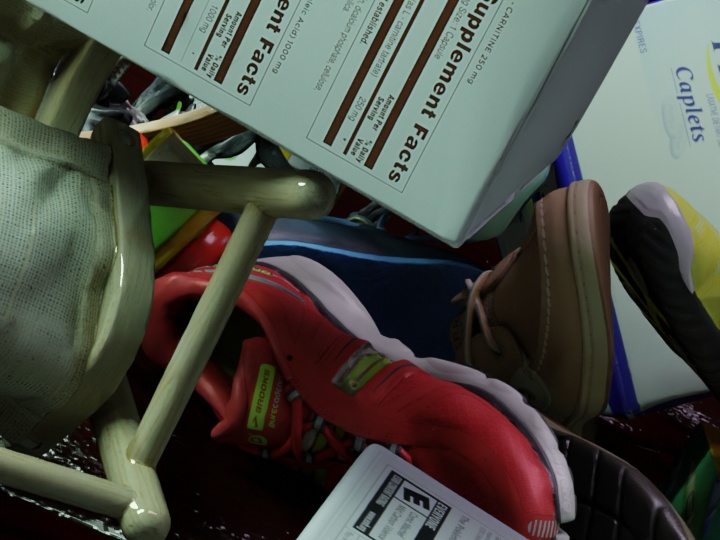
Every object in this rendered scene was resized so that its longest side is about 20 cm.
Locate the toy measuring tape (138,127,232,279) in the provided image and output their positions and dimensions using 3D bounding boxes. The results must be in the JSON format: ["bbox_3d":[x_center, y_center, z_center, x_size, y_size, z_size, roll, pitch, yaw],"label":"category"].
[{"bbox_3d":[-0.086,-0.020,0.785,0.074,0.074,0.200,30,0,-4],"label":"toy measuring tape"}]

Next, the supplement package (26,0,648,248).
[{"bbox_3d":[-0.004,-0.132,0.635,0.200,0.147,0.191,30,17,7],"label":"supplement package"}]

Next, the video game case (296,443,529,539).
[{"bbox_3d":[0.051,0.135,0.566,0.182,0.022,0.200,32,20,5],"label":"video game case"}]

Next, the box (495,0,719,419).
[{"bbox_3d":[0.134,-0.030,1.000,0.105,0.184,0.200,-14,0,-8],"label":"box"}]

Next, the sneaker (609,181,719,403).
[{"bbox_3d":[0.173,0.023,0.856,0.200,0.076,0.075,47,7,-35],"label":"sneaker"}]

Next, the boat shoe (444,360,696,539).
[{"bbox_3d":[0.084,0.099,0.752,0.074,0.076,0.200,29,10,-36],"label":"boat shoe"}]

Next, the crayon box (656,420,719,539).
[{"bbox_3d":[0.190,0.141,0.879,0.119,0.058,0.200,31,11,-1],"label":"crayon box"}]

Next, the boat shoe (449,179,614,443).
[{"bbox_3d":[0.069,0.032,0.834,0.064,0.071,0.200,2,-32,2],"label":"boat shoe"}]

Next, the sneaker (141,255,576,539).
[{"bbox_3d":[-0.010,0.058,0.729,0.085,0.077,0.200,1,23,-46],"label":"sneaker"}]

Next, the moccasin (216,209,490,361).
[{"bbox_3d":[0.000,0.000,0.936,0.200,0.081,0.068,22,17,-41],"label":"moccasin"}]

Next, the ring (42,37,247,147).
[{"bbox_3d":[-0.102,-0.070,0.817,0.200,0.200,0.019,12,64,-58],"label":"ring"}]

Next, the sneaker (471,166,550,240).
[{"bbox_3d":[0.001,-0.097,0.953,0.140,0.078,0.200,35,2,-25],"label":"sneaker"}]

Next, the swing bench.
[{"bbox_3d":[-0.149,-0.037,0.608,0.199,0.130,0.200,23,9,-33],"label":"swing bench"}]

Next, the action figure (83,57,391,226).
[{"bbox_3d":[-0.082,-0.071,0.987,0.200,0.102,0.119,25,24,-34],"label":"action figure"}]

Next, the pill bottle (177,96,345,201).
[{"bbox_3d":[-0.019,-0.139,1.177,0.111,0.200,0.111,30,11,-7],"label":"pill bottle"}]
